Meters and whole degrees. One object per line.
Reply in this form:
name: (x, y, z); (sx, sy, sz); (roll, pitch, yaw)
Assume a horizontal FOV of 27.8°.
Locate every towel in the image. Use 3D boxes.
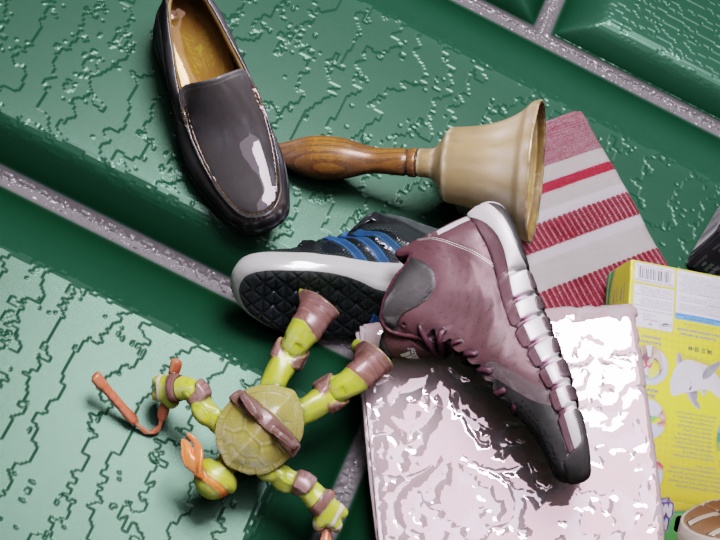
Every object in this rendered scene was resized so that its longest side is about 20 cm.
towel: (0.159, -0.019, 1.123); (0.144, 0.023, 0.200); (-20, 74, -25)
towel: (0.103, 0.121, 1.005); (0.199, 0.032, 0.191); (-4, 72, -1)

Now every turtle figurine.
turtle figurine: (-0.067, 0.090, 0.965); (0.200, 0.064, 0.161); (39, 76, 7)

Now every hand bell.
hand bell: (0.031, -0.080, 1.073); (0.200, 0.104, 0.104); (5, 62, 13)

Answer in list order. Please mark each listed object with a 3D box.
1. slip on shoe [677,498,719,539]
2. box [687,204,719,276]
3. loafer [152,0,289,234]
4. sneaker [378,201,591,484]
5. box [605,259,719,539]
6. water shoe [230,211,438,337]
slip on shoe: (0.296, 0.194, 1.004); (0.200, 0.076, 0.061); (1, 104, -38)
box: (0.379, -0.009, 1.131); (0.200, 0.106, 0.122); (37, 64, 2)
loafer: (-0.106, -0.121, 1.058); (0.073, 0.072, 0.200); (-23, 72, -9)
sneaker: (0.076, 0.062, 0.978); (0.115, 0.076, 0.200); (-20, 70, 4)
box: (0.235, 0.101, 1.062); (0.117, 0.048, 0.200); (11, 71, -13)
water shoe: (0.000, 0.000, 1.053); (0.200, 0.072, 0.079); (3, 43, -19)
